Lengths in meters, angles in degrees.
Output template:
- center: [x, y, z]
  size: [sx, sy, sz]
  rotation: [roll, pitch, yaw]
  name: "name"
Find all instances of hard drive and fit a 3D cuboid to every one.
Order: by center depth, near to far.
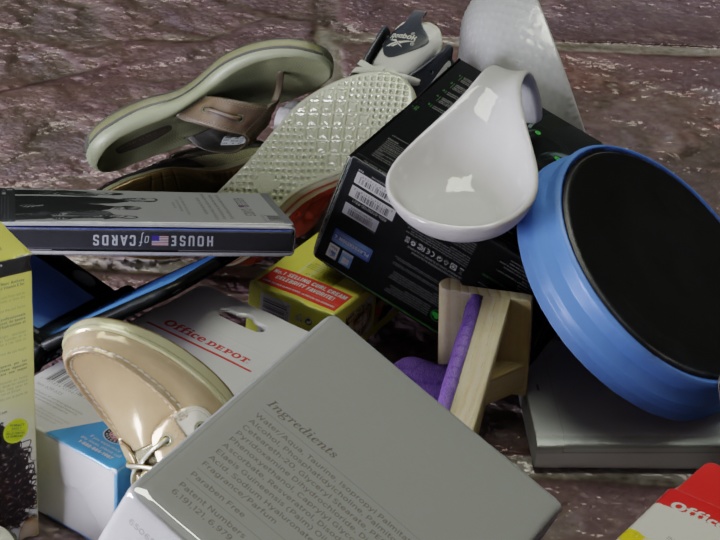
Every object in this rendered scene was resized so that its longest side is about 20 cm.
- center: [0.209, 0.090, 1.439]
  size: [0.198, 0.026, 0.132]
  rotation: [0, 30, -4]
  name: "hard drive"

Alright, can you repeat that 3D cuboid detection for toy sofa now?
- center: [0.048, 0.095, 1.333]
  size: [0.097, 0.083, 0.201]
  rotation: [7, 37, 10]
  name: "toy sofa"

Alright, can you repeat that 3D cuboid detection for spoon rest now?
- center: [0.080, -0.082, 1.401]
  size: [0.098, 0.061, 0.200]
  rotation: [9, 34, 14]
  name: "spoon rest"

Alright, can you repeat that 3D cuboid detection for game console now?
- center: [-0.189, -0.010, 1.423]
  size: [0.175, 0.117, 0.200]
  rotation: [34, 15, 5]
  name: "game console"

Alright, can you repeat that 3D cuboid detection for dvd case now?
- center: [-0.152, -0.034, 1.445]
  size: [0.198, 0.025, 0.150]
  rotation: [1, 10, -9]
  name: "dvd case"

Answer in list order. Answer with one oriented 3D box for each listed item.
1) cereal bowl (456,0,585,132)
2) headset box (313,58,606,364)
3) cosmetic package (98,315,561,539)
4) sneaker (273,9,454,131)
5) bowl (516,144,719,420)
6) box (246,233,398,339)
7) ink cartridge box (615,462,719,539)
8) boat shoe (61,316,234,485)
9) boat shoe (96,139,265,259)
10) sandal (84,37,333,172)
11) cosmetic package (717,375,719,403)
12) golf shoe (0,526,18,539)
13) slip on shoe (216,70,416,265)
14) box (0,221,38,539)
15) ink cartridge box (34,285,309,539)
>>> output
- center: [0.125, -0.129, 1.665]
  size: [0.083, 0.201, 0.201]
  rotation: [-20, 30, 4]
  name: "cereal bowl"
- center: [0.092, -0.045, 1.498]
  size: [0.173, 0.093, 0.200]
  rotation: [31, 37, 10]
  name: "headset box"
- center: [-0.034, 0.166, 1.087]
  size: [0.166, 0.168, 0.200]
  rotation: [38, 38, 9]
  name: "cosmetic package"
- center: [0.012, -0.149, 1.670]
  size: [0.079, 0.131, 0.198]
  rotation: [22, 8, 39]
  name: "sneaker"
- center: [0.193, 0.004, 1.407]
  size: [0.199, 0.039, 0.202]
  rotation: [25, 44, -27]
  name: "bowl"
- center: [0.000, 0.000, 1.538]
  size: [0.075, 0.051, 0.200]
  rotation: [22, 34, 24]
  name: "box"
- center: [0.195, 0.197, 1.205]
  size: [0.116, 0.068, 0.200]
  rotation: [23, 35, 30]
  name: "ink cartridge box"
- center: [-0.103, 0.109, 1.242]
  size: [0.072, 0.200, 0.065]
  rotation: [-26, 26, 43]
  name: "boat shoe"
- center: [-0.129, -0.057, 1.635]
  size: [0.199, 0.074, 0.065]
  rotation: [-11, 22, -32]
  name: "boat shoe"
- center: [-0.108, -0.111, 1.571]
  size: [0.200, 0.080, 0.058]
  rotation: [-25, 66, 6]
  name: "sandal"
- center: [0.334, 0.097, 1.316]
  size: [0.198, 0.088, 0.104]
  rotation: [10, 48, -10]
  name: "cosmetic package"
- center: [-0.277, 0.174, 1.184]
  size: [0.199, 0.089, 0.077]
  rotation: [-18, 33, -35]
  name: "golf shoe"
- center: [-0.037, -0.075, 1.573]
  size: [0.074, 0.200, 0.061]
  rotation: [54, 14, 23]
  name: "slip on shoe"
- center: [-0.233, 0.074, 1.247]
  size: [0.075, 0.202, 0.050]
  rotation: [-16, 34, -28]
  name: "box"
- center: [-0.129, 0.091, 1.362]
  size: [0.115, 0.067, 0.199]
  rotation: [23, 35, 32]
  name: "ink cartridge box"
